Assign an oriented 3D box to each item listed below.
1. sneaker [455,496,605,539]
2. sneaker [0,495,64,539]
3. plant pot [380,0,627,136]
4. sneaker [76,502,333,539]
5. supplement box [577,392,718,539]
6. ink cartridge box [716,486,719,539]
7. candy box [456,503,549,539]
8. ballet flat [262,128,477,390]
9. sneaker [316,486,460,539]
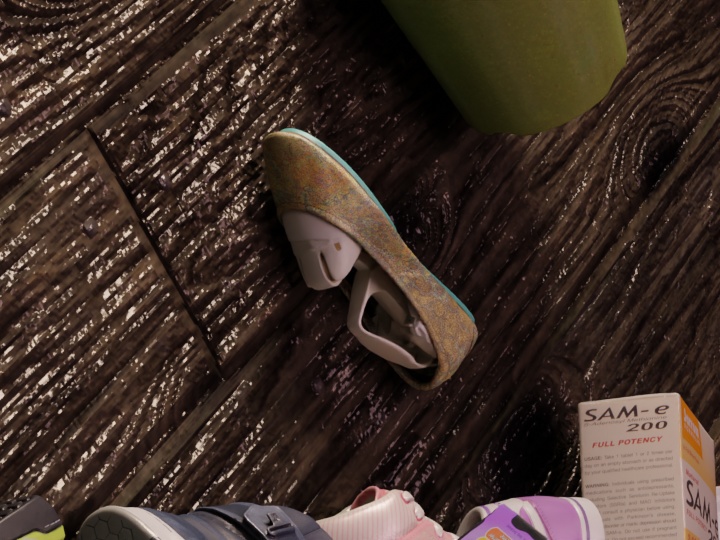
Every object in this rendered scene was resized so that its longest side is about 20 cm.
[{"bbox_3d":[0.096,0.245,1.467,0.114,0.072,0.202,2,79,-33],"label":"sneaker"},{"bbox_3d":[-0.194,0.174,1.099,0.200,0.071,0.083,-28,101,-53],"label":"sneaker"},{"bbox_3d":[0.091,-0.196,1.530,0.191,0.199,0.201,61,37,-35],"label":"plant pot"},{"bbox_3d":[-0.041,0.197,1.226,0.203,0.077,0.146,49,23,28],"label":"sneaker"},{"bbox_3d":[0.198,0.197,1.567,0.126,0.073,0.202,44,42,-63],"label":"supplement box"},{"bbox_3d":[0.299,0.248,1.734,0.199,0.043,0.175,4,74,-51],"label":"ink cartridge box"},{"bbox_3d":[0.048,0.234,1.240,0.199,0.168,0.072,-37,113,-8],"label":"candy box"},{"bbox_3d":[0.000,0.000,1.425,0.200,0.070,0.071,48,44,-30],"label":"ballet flat"},{"bbox_3d":[0.049,0.174,1.378,0.199,0.075,0.106,-2,73,-28],"label":"sneaker"}]
